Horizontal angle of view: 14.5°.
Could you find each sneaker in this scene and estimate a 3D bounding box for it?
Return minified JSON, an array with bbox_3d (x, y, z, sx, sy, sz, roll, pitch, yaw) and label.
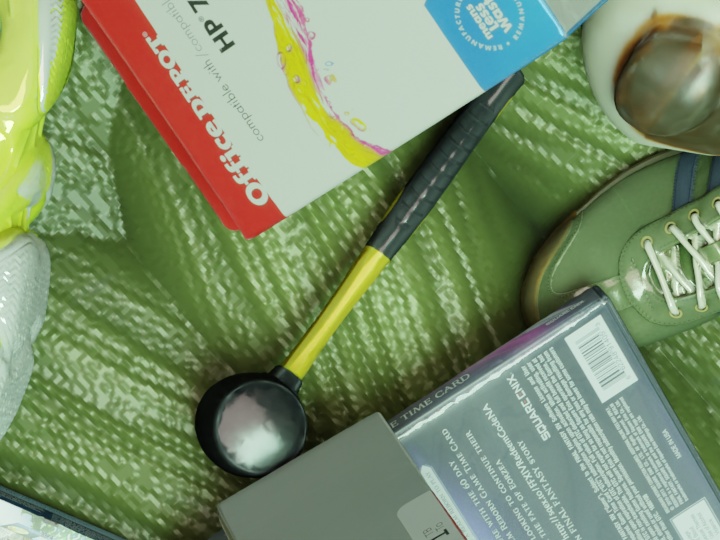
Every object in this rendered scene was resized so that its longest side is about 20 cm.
[{"bbox_3d":[0.158,-0.024,1.115,0.199,0.090,0.067,-27,96,-3],"label":"sneaker"},{"bbox_3d":[-0.171,-0.026,1.090,0.104,0.076,0.201,7,75,2],"label":"sneaker"}]

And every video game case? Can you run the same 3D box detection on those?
[{"bbox_3d":[0.045,0.116,1.127,0.199,0.019,0.143,-33,115,-1],"label":"video game case"}]

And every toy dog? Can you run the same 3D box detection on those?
[{"bbox_3d":[0.135,-0.144,1.084,0.193,0.140,0.201,-2,96,-5],"label":"toy dog"}]

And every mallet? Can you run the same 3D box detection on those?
[{"bbox_3d":[0.000,0.000,1.134,0.041,0.066,0.200,37,75,-8],"label":"mallet"}]

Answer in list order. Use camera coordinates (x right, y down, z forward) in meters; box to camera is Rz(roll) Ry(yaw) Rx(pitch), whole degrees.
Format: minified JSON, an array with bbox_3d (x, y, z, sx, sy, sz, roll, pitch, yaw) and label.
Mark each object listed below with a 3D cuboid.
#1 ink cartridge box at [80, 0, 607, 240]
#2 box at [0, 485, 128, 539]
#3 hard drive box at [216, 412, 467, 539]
[{"bbox_3d":[-0.020,-0.094,1.060,0.200,0.067,0.116,-32,96,30],"label":"ink cartridge box"},{"bbox_3d":[-0.163,0.187,1.124,0.136,0.038,0.201,24,91,-6],"label":"box"},{"bbox_3d":[0.036,0.177,1.052,0.077,0.156,0.201,-30,116,-3],"label":"hard drive box"}]
